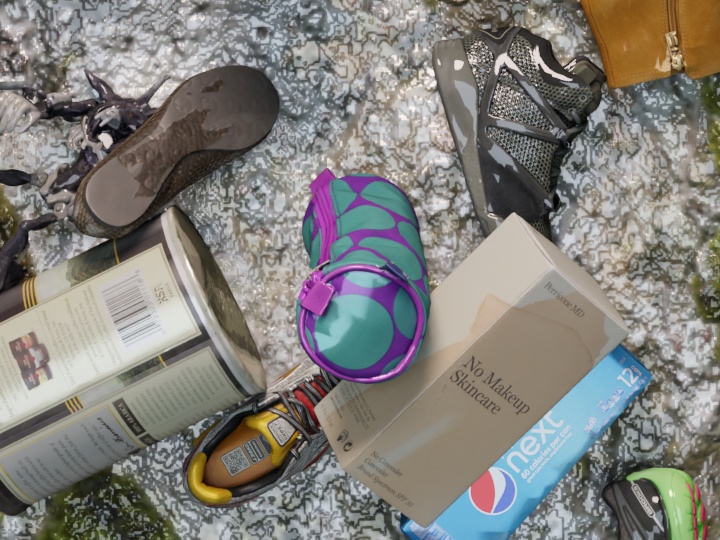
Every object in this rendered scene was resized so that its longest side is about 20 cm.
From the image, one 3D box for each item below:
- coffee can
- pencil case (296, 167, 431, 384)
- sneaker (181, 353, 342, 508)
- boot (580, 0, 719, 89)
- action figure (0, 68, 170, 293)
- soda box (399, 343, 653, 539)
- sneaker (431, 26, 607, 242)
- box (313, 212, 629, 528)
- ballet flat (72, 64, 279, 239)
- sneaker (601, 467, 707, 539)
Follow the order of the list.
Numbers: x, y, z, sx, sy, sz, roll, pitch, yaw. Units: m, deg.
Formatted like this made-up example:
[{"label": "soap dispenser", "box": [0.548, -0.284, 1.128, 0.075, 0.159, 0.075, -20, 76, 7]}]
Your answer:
[{"label": "coffee can", "box": [-0.186, 0.063, 1.640, 0.200, 0.146, 0.147, -26, 91, 4]}, {"label": "pencil case", "box": [0.000, 0.000, 1.600, 0.092, 0.200, 0.085, 42, 104, -15]}, {"label": "sneaker", "box": [-0.040, 0.107, 1.667, 0.200, 0.082, 0.078, -39, 90, 3]}, {"label": "boot", "box": [0.249, -0.214, 1.649, 0.201, 0.071, 0.144, -20, 105, -5]}, {"label": "action figure", "box": [-0.211, -0.068, 1.659, 0.200, 0.102, 0.119, -40, 79, 6]}, {"label": "soda box", "box": [0.115, 0.124, 1.665, 0.064, 0.068, 0.200, 42, 95, -2]}, {"label": "sneaker", "box": [0.128, -0.078, 1.650, 0.114, 0.076, 0.200, -15, 87, 10]}, {"label": "box", "box": [0.075, 0.068, 1.605, 0.200, 0.078, 0.095, -46, 123, 11]}, {"label": "ballet flat", "box": [-0.130, -0.080, 1.637, 0.067, 0.046, 0.200, 47, 51, -1]}, {"label": "sneaker", "box": [0.203, 0.240, 1.675, 0.084, 0.077, 0.200, 0, 90, 20]}]
